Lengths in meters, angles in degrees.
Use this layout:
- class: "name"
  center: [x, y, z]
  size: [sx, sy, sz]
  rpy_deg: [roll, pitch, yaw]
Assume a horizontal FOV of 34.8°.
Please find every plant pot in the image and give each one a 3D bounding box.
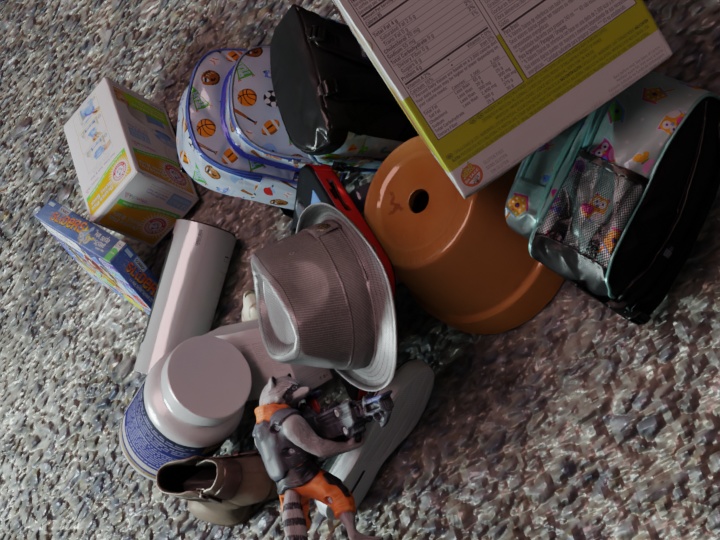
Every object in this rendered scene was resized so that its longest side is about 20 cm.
- class: "plant pot"
  center: [0.098, -0.048, 1.147]
  size: [0.199, 0.140, 0.202]
  rpy_deg: [-15, 66, 36]

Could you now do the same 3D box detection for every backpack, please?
- class: "backpack"
  center: [0.004, -0.179, 1.232]
  size: [0.154, 0.199, 0.164]
  rpy_deg: [-44, 57, 50]
- class: "backpack"
  center: [0.232, -0.078, 1.012]
  size: [0.153, 0.176, 0.201]
  rpy_deg: [36, 96, 31]
- class: "backpack"
  center: [-0.115, -0.168, 1.329]
  size: [0.154, 0.189, 0.202]
  rpy_deg: [120, 150, -63]

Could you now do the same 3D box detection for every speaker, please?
- class: "speaker"
  center: [-0.218, 0.042, 1.436]
  size: [0.081, 0.081, 0.202]
  rpy_deg: [9, 82, 43]

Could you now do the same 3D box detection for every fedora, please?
- class: "fedora"
  center: [-0.048, 0.032, 1.082]
  size: [0.200, 0.090, 0.178]
  rpy_deg: [-133, 36, -52]

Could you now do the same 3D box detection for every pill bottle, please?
- class: "pill bottle"
  center: [-0.195, 0.154, 1.284]
  size: [0.200, 0.115, 0.117]
  rpy_deg: [130, 138, -55]

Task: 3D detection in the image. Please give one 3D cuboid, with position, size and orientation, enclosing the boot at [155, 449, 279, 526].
- class: "boot"
  center: [-0.167, 0.238, 1.273]
  size: [0.199, 0.146, 0.071]
  rpy_deg: [-22, 64, 35]

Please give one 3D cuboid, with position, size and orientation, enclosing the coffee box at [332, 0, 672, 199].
- class: "coffee box"
  center: [0.103, -0.213, 0.961]
  size: [0.199, 0.198, 0.200]
  rpy_deg: [-34, 15, 5]

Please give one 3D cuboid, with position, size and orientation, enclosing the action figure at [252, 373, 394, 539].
- class: "action figure"
  center: [-0.047, 0.188, 1.134]
  size: [0.200, 0.104, 0.195]
  rpy_deg: [-40, 64, 44]

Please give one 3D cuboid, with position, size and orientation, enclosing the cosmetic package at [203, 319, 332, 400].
- class: "cosmetic package"
  center: [-0.113, 0.098, 1.286]
  size: [0.199, 0.050, 0.083]
  rpy_deg: [-12, 103, 55]

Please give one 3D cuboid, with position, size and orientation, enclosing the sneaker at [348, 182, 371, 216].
- class: "sneaker"
  center: [0.000, 0.000, 1.234]
  size: [0.082, 0.070, 0.201]
  rpy_deg: [56, 143, 36]

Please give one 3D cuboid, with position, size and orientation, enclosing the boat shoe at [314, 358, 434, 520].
- class: "boat shoe"
  center: [0.000, 0.165, 1.202]
  size: [0.071, 0.072, 0.201]
  rpy_deg: [44, 107, 37]

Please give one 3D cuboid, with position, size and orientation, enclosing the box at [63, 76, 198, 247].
- class: "box"
  center: [-0.313, -0.146, 1.560]
  size: [0.101, 0.112, 0.201]
  rpy_deg: [-43, 48, 21]

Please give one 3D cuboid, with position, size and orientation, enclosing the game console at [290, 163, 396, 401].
- class: "game console"
  center: [-0.027, 0.008, 1.172]
  size: [0.201, 0.031, 0.178]
  rpy_deg: [60, 146, 40]

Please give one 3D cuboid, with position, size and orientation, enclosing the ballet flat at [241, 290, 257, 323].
- class: "ballet flat"
  center: [-0.095, 0.029, 1.339]
  size: [0.200, 0.067, 0.068]
  rpy_deg: [-48, 49, 18]

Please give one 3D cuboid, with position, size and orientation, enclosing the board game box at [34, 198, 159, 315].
- class: "board game box"
  center: [-0.334, -0.012, 1.517]
  size: [0.199, 0.136, 0.035]
  rpy_deg: [27, 68, 42]
